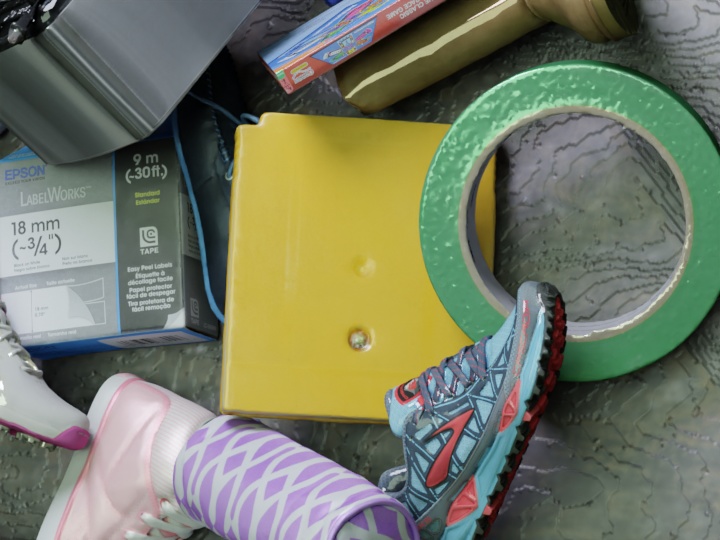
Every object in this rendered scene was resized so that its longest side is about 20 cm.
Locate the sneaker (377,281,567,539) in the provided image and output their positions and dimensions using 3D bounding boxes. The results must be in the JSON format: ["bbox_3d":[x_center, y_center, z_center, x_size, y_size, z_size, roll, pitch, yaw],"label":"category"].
[{"bbox_3d":[0.061,0.089,1.562,0.095,0.079,0.201,24,112,6],"label":"sneaker"}]

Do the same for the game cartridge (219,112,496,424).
[{"bbox_3d":[0.000,0.000,1.647,0.176,0.032,0.201,4,80,-5],"label":"game cartridge"}]

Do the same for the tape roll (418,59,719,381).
[{"bbox_3d":[0.138,-0.032,1.589,0.200,0.048,0.201,1,97,10],"label":"tape roll"}]

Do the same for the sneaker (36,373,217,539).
[{"bbox_3d":[-0.151,0.175,1.690,0.104,0.075,0.201,14,82,29],"label":"sneaker"}]

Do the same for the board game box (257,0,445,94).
[{"bbox_3d":[0.027,-0.180,1.645,0.200,0.103,0.019,-31,104,-1],"label":"board game box"}]

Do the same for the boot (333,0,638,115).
[{"bbox_3d":[0.078,-0.152,1.622,0.199,0.175,0.066,-25,106,14],"label":"boot"}]

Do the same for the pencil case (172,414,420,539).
[{"bbox_3d":[-0.043,0.156,1.591,0.084,0.086,0.200,-35,30,-20],"label":"pencil case"}]

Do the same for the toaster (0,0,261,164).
[{"bbox_3d":[-0.173,-0.170,1.665,0.200,0.119,0.181,-54,21,-24],"label":"toaster"}]

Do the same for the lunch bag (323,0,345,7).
[{"bbox_3d":[-0.023,-0.300,1.694,0.200,0.124,0.170,45,98,-5],"label":"lunch bag"}]

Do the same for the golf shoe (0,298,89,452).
[{"bbox_3d":[-0.260,0.051,1.694,0.200,0.075,0.092,28,85,13],"label":"golf shoe"}]

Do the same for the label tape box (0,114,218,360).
[{"bbox_3d":[-0.178,-0.046,1.746,0.144,0.063,0.201,-7,79,21],"label":"label tape box"}]

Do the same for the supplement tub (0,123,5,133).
[{"bbox_3d":[-0.334,-0.165,1.755,0.145,0.200,0.146,-4,80,21],"label":"supplement tub"}]

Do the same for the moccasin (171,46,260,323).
[{"bbox_3d":[-0.075,-0.062,1.707,0.068,0.080,0.201,-13,90,28],"label":"moccasin"}]
